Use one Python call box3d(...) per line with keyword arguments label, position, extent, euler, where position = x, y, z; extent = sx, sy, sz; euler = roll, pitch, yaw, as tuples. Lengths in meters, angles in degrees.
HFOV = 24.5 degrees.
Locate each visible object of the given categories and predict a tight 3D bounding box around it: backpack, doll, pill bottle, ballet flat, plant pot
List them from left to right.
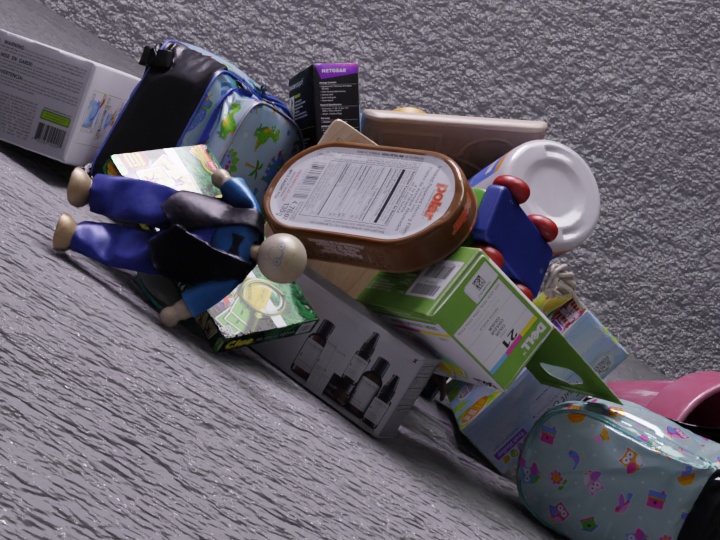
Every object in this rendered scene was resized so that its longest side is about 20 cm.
box3d(label="ballet flat", position=(-0.156, -0.012, 1.428), extent=(0.067, 0.064, 0.200), euler=(30, 7, -15))
box3d(label="doll", position=(-0.139, -0.022, 1.314), extent=(0.199, 0.137, 0.048), euler=(11, -17, 9))
box3d(label="backpack", position=(-0.148, -0.115, 1.668), extent=(0.147, 0.183, 0.200), euler=(31, 6, 23))
box3d(label="pill bottle", position=(0.141, -0.047, 1.650), extent=(0.112, 0.112, 0.200), euler=(31, -27, -14))
box3d(label="backpack", position=(0.239, 0.187, 1.448), extent=(0.200, 0.167, 0.126), euler=(29, 9, 27))
box3d(label="plant pot", position=(0.310, 0.191, 1.668), extent=(0.200, 0.201, 0.179), euler=(28, -8, -33))

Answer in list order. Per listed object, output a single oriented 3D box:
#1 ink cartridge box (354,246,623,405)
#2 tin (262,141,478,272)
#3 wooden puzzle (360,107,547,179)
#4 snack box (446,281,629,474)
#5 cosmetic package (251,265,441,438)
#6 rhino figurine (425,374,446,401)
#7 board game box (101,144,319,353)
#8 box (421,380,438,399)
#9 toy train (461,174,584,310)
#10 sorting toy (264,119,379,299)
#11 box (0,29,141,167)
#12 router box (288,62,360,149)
box3d(label="ink cartridge box", position=(0.111, 0.069, 1.436), extent=(0.200, 0.076, 0.148), euler=(45, -15, -21))
box3d(label="tin", position=(0.005, -0.057, 1.424), extent=(0.199, 0.112, 0.042), euler=(9, -30, 33))
box3d(label="wooden puzzle", position=(0.086, -0.110, 1.712), extent=(0.185, 0.046, 0.200), euler=(4, -31, -4))
box3d(label="snack box", position=(0.169, 0.101, 1.645), extent=(0.068, 0.169, 0.200), euler=(46, 5, -6))
box3d(label="cosmetic package", position=(-0.036, 0.054, 1.421), extent=(0.200, 0.083, 0.051), euler=(34, 6, 19))
box3d(label="rhino figurine", position=(0.013, 0.053, 1.617), extent=(0.200, 0.087, 0.060), euler=(47, 0, 0))
box3d(label="board game box", position=(-0.125, -0.022, 1.383), extent=(0.105, 0.023, 0.200), euler=(-10, 57, -45))
box3d(label="box", position=(0.028, 0.034, 1.779), extent=(0.200, 0.107, 0.148), euler=(32, 7, 5))
box3d(label="toy train", position=(0.116, -0.013, 1.496), extent=(0.115, 0.085, 0.200), euler=(11, -21, 34))
box3d(label="sorting toy", position=(0.000, 0.000, 1.548), extent=(0.199, 0.200, 0.070), euler=(34, -15, -5))
box3d(label="box", position=(-0.293, -0.166, 1.676), extent=(0.112, 0.102, 0.200), euler=(20, 4, 12))
box3d(label="router box", position=(-0.037, -0.133, 1.713), extent=(0.051, 0.150, 0.200), euler=(-3, 3, -10))
